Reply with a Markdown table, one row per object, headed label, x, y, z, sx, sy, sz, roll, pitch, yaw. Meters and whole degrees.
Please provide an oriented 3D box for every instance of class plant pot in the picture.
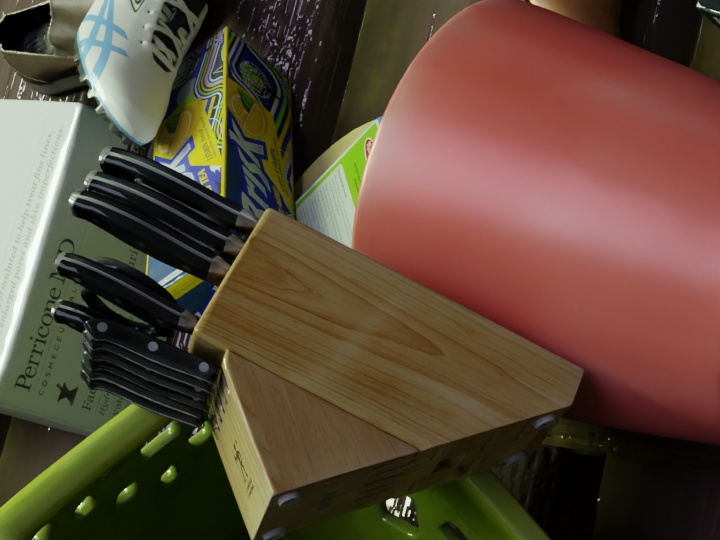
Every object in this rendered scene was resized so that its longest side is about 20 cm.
| label | x | y | z | sx | sy | sz | roll | pitch | yaw |
| --- | --- | --- | --- | --- | --- | --- | --- | --- | --- |
| plant pot | 0.122 | -0.013 | 0.712 | 0.177 | 0.200 | 0.202 | 18 | 85 | 32 |
| plant pot | -0.046 | 0.162 | 0.724 | 0.199 | 0.182 | 0.200 | -36 | 77 | -25 |

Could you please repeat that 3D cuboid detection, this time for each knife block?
| label | x | y | z | sx | sy | sz | roll | pitch | yaw |
| --- | --- | --- | --- | --- | --- | --- | --- | --- | --- |
| knife block | -0.027 | 0.016 | 0.663 | 0.064 | 0.199 | 0.176 | 115 | 138 | -61 |

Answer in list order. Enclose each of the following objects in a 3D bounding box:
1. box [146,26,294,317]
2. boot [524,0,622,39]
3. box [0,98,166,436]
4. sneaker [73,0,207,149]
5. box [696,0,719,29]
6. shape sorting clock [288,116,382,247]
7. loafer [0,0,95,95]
| label | x | y | z | sx | sy | sz | roll | pitch | yaw |
| --- | --- | --- | --- | --- | --- | --- | --- | --- | --- |
| box | -0.086 | -0.054 | 0.954 | 0.070 | 0.064 | 0.201 | -32 | 41 | 28 |
| boot | 0.153 | -0.200 | 0.840 | 0.155 | 0.077 | 0.201 | -29 | 49 | 25 |
| box | -0.229 | -0.004 | 1.043 | 0.199 | 0.130 | 0.200 | 8 | 79 | 43 |
| sneaker | -0.133 | -0.161 | 0.988 | 0.072 | 0.072 | 0.201 | -23 | 42 | 25 |
| box | 0.256 | -0.080 | 0.601 | 0.164 | 0.200 | 0.086 | 32 | 95 | 44 |
| shape sorting clock | 0.000 | 0.000 | 0.904 | 0.200 | 0.039 | 0.201 | -29 | 49 | 40 |
| loafer | -0.198 | -0.179 | 1.126 | 0.199 | 0.071 | 0.074 | -17 | 63 | 36 |
